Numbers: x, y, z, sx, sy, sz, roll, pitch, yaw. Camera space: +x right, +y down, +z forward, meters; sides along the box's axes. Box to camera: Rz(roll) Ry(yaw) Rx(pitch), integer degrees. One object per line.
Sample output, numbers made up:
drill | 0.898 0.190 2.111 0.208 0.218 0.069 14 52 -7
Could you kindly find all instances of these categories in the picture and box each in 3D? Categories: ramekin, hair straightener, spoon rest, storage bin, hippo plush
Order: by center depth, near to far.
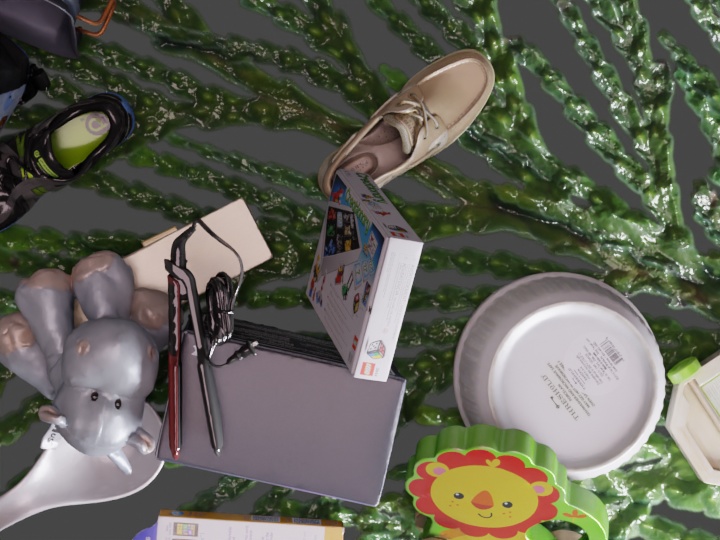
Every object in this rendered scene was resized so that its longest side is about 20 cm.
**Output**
hair straightener | -0.123 0.056 1.534 0.077 0.041 0.200 -2 89 -2
hippo plush | -0.245 0.091 1.586 0.159 0.161 0.200 18 102 -9
storage bin | -0.277 -0.284 1.632 0.145 0.200 0.135 22 82 -4
ramekin | 0.189 0.102 1.713 0.200 0.105 0.201 0 92 -3
spoon rest | -0.273 0.188 1.715 0.200 0.061 0.099 -32 94 0

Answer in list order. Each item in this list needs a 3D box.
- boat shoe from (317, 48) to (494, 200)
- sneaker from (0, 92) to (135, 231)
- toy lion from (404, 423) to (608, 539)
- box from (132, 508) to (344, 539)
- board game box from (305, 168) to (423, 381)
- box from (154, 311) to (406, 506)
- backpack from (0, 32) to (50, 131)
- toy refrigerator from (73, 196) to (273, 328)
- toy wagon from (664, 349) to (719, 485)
boat shoe | 0.045 -0.132 1.713 0.200 0.065 0.072 -38 94 -1
sneaker | -0.298 -0.100 1.688 0.199 0.083 0.071 -34 94 1
toy lion | 0.135 0.216 1.679 0.200 0.069 0.192 15 136 -4
box | -0.119 0.291 1.739 0.200 0.041 0.119 5 93 -1
board game box | 0.000 0.000 1.607 0.035 0.200 0.126 10 107 -17
box | -0.073 0.121 1.653 0.200 0.198 0.123 12 92 -3
backpack | -0.409 -0.146 1.632 0.200 0.154 0.191 37 122 9
toy refrigerator | -0.185 0.002 1.703 0.200 0.076 0.070 -28 94 -1
toy wagon | 0.394 0.122 1.758 0.200 0.040 0.155 -33 94 -2
